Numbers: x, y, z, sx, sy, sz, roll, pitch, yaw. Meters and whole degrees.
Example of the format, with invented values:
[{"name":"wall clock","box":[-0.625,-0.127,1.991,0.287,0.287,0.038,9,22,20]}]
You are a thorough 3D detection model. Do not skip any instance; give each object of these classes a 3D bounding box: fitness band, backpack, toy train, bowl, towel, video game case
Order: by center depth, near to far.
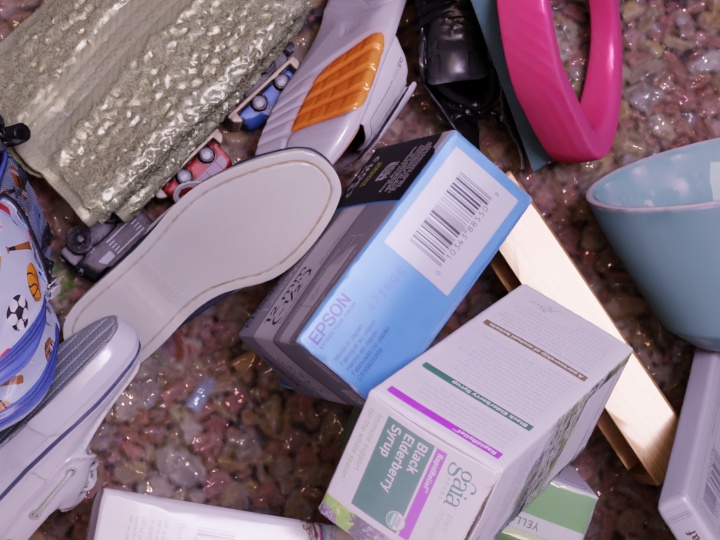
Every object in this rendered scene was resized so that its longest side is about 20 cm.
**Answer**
[{"name":"backpack","box":[-0.258,0.024,0.931,0.200,0.191,0.154,-27,108,3]},{"name":"video game case","box":[0.236,0.155,0.963,0.022,0.200,0.182,-29,101,25]},{"name":"fitness band","box":[0.124,-0.149,1.012,0.037,0.200,0.144,-3,67,21]},{"name":"bowl","box":[0.245,-0.018,1.015,0.200,0.201,0.105,-16,102,-9]},{"name":"towel","box":[-0.140,-0.134,1.035,0.148,0.037,0.200,40,79,18]},{"name":"toy train","box":[-0.106,-0.067,1.048,0.046,0.034,0.200,44,79,0]}]

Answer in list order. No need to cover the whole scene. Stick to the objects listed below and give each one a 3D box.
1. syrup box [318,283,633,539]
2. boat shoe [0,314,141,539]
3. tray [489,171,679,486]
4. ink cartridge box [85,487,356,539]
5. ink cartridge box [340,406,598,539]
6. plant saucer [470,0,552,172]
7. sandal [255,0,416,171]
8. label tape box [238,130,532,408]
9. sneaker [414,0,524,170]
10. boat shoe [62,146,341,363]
[{"name":"syrup box","box":[0.066,0.082,0.894,0.081,0.200,0.079,31,118,18]},{"name":"boat shoe","box":[-0.187,0.111,0.982,0.200,0.074,0.067,-43,113,15]},{"name":"tray","box":[0.131,0.036,1.023,0.037,0.099,0.200,-33,86,-2]},{"name":"ink cartridge box","box":[-0.062,0.211,0.944,0.199,0.146,0.147,11,80,-9]},{"name":"ink cartridge box","box":[0.063,0.125,0.951,0.145,0.200,0.048,21,92,-3]},{"name":"plant saucer","box":[0.092,-0.147,1.003,0.019,0.200,0.070,-2,54,19]},{"name":"sandal","box":[0.004,-0.122,1.041,0.059,0.079,0.207,44,57,-35]},{"name":"label tape box","box":[0.000,0.000,0.961,0.066,0.200,0.143,39,79,-15]},{"name":"sneaker","box":[0.061,-0.157,1.021,0.060,0.200,0.104,-7,55,17]},{"name":"boat shoe","box":[-0.091,-0.011,0.987,0.075,0.062,0.200,44,112,-12]}]
